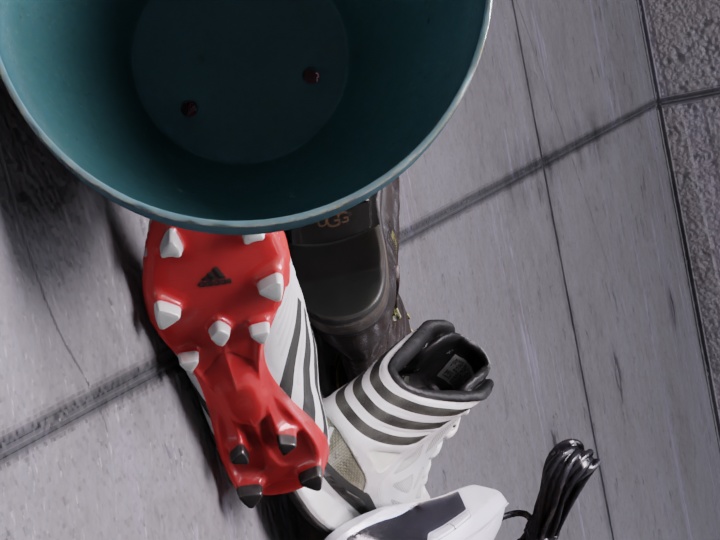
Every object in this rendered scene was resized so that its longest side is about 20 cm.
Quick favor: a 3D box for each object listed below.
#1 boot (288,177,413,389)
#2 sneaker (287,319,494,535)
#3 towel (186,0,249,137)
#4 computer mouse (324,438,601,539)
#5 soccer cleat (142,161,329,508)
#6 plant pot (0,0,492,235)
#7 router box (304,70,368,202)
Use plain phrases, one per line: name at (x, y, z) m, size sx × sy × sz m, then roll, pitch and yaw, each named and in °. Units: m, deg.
boot at (0.000, 0.000, 1.593) m, size 0.174 × 0.069 × 0.201 m, roll 71°, pitch 19°, yaw -57°
sneaker at (0.031, 0.091, 1.471) m, size 0.076 × 0.115 × 0.200 m, roll 55°, pitch 5°, yaw 19°
towel at (-0.077, -0.140, 1.322) m, size 0.145 × 0.022 × 0.201 m, roll 121°, pitch -38°, yaw -77°
computer mouse at (0.047, 0.149, 1.466) m, size 0.200 × 0.044 × 0.110 m, roll -14°, pitch 139°, yaw -45°
soccer cleat at (-0.056, 0.020, 1.307) m, size 0.085 × 0.068 × 0.200 m, roll -99°, pitch 174°, yaw -49°
plant pot at (-0.049, -0.103, 1.174) m, size 0.135 × 0.199 × 0.201 m, roll 99°, pitch -16°, yaw -79°
router box at (-0.039, -0.133, 1.428) m, size 0.150 × 0.062 × 0.201 m, roll 78°, pitch 4°, yaw -84°
